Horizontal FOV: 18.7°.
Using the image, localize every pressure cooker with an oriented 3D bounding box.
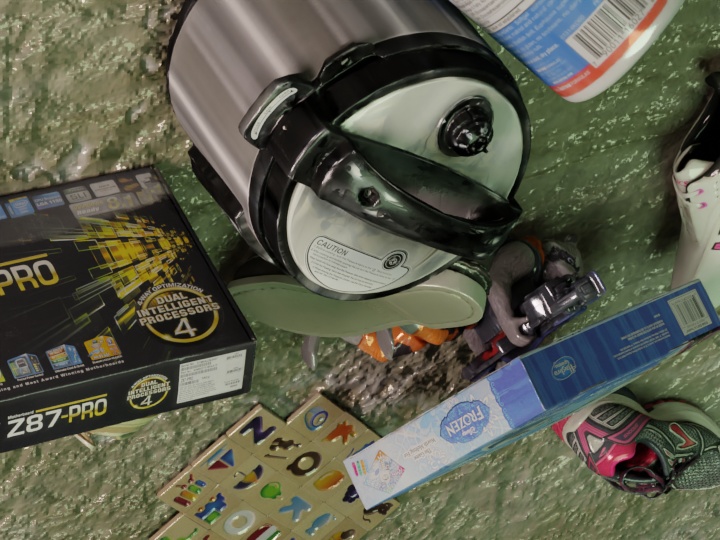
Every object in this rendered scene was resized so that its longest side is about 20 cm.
[{"bbox_3d":[-0.002,-0.084,1.239,0.175,0.200,0.179,-21,139,-19],"label":"pressure cooker"}]

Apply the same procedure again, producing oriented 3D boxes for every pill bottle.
[{"bbox_3d":[0.079,-0.195,1.198,0.200,0.112,0.112,40,106,-11],"label":"pill bottle"}]

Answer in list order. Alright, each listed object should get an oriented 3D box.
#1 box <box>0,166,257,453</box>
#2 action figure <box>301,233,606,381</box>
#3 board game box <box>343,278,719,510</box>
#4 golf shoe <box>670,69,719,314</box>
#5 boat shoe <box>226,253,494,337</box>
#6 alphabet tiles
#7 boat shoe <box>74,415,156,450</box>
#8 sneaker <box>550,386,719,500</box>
[{"bbox_3d":[-0.180,0.024,1.255,0.199,0.162,0.049,-12,135,-22],"label":"box"},{"bbox_3d":[0.078,0.012,1.464,0.192,0.105,0.200,-15,168,-30],"label":"action figure"},{"bbox_3d":[0.119,0.086,1.508,0.199,0.044,0.199,-20,170,-43],"label":"board game box"},{"bbox_3d":[0.248,-0.058,1.542,0.091,0.073,0.201,1,119,-27],"label":"golf shoe"},{"bbox_3d":[0.000,0.000,1.371,0.072,0.200,0.061,39,59,-43],"label":"boat shoe"},{"bbox_3d":[-0.056,0.167,1.604,0.166,0.006,0.200,-42,140,8],"label":"alphabet tiles"},{"bbox_3d":[-0.156,0.076,1.350,0.063,0.074,0.200,-40,167,18],"label":"boat shoe"},{"bbox_3d":[0.228,0.148,1.725,0.199,0.075,0.081,18,119,-44],"label":"sneaker"}]
